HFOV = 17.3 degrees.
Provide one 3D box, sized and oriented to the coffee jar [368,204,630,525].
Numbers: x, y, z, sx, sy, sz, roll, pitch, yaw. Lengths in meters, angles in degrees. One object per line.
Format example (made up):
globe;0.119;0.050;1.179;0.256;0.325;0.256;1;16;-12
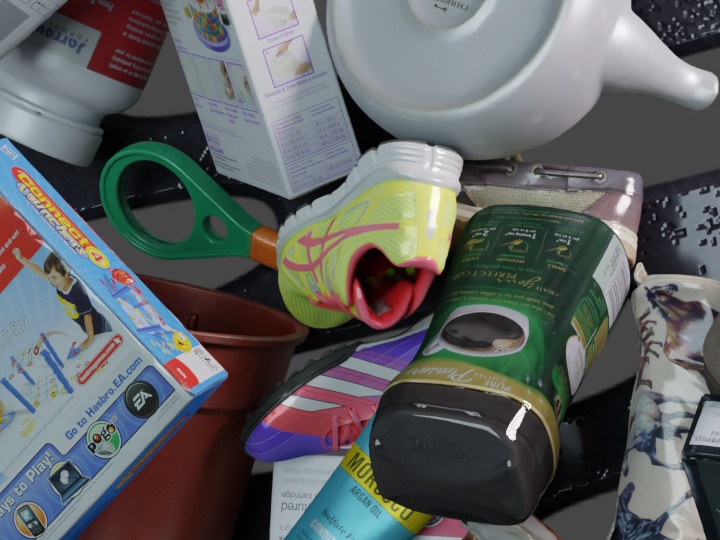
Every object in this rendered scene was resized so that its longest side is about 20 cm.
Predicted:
coffee jar;0.080;0.054;1.349;0.104;0.086;0.200;7;43;22

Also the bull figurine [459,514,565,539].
bull figurine;0.117;0.209;1.371;0.065;0.201;0.121;-29;32;-21

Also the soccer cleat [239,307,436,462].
soccer cleat;0.024;0.077;1.445;0.199;0.068;0.073;-25;66;-13

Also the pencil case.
pencil case;0.189;0.099;1.392;0.089;0.078;0.201;6;86;3

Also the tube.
tube;-0.011;0.163;1.411;0.077;0.050;0.200;41;97;16

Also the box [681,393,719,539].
box;0.271;0.152;1.286;0.158;0.200;0.046;6;51;26

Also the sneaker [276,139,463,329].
sneaker;0.000;0.000;1.430;0.200;0.078;0.091;130;143;-58

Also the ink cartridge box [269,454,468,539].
ink cartridge box;0.021;0.217;1.457;0.144;0.084;0.201;0;83;27

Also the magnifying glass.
magnifying glass;-0.086;-0.027;1.566;0.200;0.022;0.080;23;125;22

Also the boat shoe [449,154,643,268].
boat shoe;0.086;-0.046;1.472;0.199;0.072;0.065;11;73;32

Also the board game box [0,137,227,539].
board game box;-0.213;0.061;1.395;0.196;0.056;0.200;47;112;6

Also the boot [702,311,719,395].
boot;0.254;-0.006;1.297;0.070;0.146;0.200;32;68;9

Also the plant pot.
plant pot;-0.149;0.113;1.506;0.200;0.201;0.196;15;99;27

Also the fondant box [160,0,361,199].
fondant box;-0.074;-0.153;1.479;0.058;0.144;0.201;-24;107;-17

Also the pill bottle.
pill bottle;-0.182;-0.178;1.586;0.112;0.112;0.201;26;95;27

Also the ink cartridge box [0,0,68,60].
ink cartridge box;-0.198;-0.244;1.514;0.161;0.050;0.200;-36;35;32

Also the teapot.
teapot;0.082;-0.151;1.441;0.197;0.146;0.200;-31;65;19
